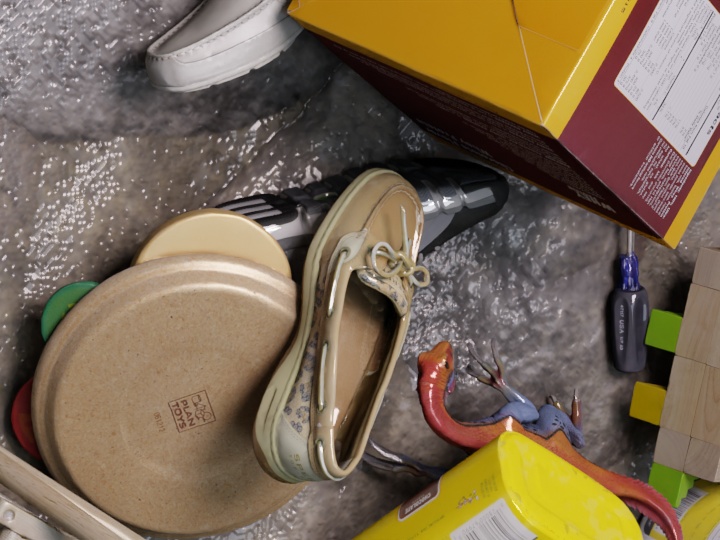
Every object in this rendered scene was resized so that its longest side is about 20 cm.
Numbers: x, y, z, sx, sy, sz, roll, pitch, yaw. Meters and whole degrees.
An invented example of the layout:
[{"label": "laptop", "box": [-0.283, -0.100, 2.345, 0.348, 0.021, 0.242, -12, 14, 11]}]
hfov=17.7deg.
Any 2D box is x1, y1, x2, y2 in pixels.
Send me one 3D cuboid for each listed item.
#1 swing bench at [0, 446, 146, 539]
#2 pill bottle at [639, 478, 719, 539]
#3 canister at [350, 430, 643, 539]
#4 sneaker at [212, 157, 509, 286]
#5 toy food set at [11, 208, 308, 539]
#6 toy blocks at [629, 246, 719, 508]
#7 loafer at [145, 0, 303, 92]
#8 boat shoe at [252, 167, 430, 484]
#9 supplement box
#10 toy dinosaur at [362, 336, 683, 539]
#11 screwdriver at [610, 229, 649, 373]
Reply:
[{"label": "swing bench", "box": [-0.241, 0.197, 1.316, 0.200, 0.130, 0.199, 34, 85, 3]}, {"label": "pill bottle", "box": [0.283, 0.215, 1.575, 0.112, 0.200, 0.112, -7, 105, -27]}, {"label": "canister", "box": [0.064, 0.200, 1.459, 0.200, 0.087, 0.148, -38, 127, 27]}, {"label": "sneaker", "box": [0.000, 0.000, 1.452, 0.200, 0.075, 0.116, -11, 112, -15]}, {"label": "toy food set", "box": [-0.106, 0.074, 1.390, 0.198, 0.049, 0.200, -33, 118, 3]}, {"label": "toy blocks", "box": [0.272, 0.063, 1.595, 0.137, 0.100, 0.200, 0, 104, -52]}, {"label": "loafer", "box": [-0.052, -0.176, 1.377, 0.200, 0.070, 0.070, -39, 123, -25]}, {"label": "boat shoe", "box": [0.002, 0.033, 1.350, 0.073, 0.063, 0.200, 32, 68, -38]}, {"label": "supplement box", "box": [0.104, -0.136, 1.361, 0.133, 0.197, 0.200, -60, 145, -4]}, {"label": "toy dinosaur", "box": [0.106, 0.102, 1.483, 0.181, 0.200, 0.105, 24, 82, -67]}, {"label": "screwdriver", "box": [0.181, -0.027, 1.566, 0.028, 0.029, 0.200, -9, 103, -27]}]
